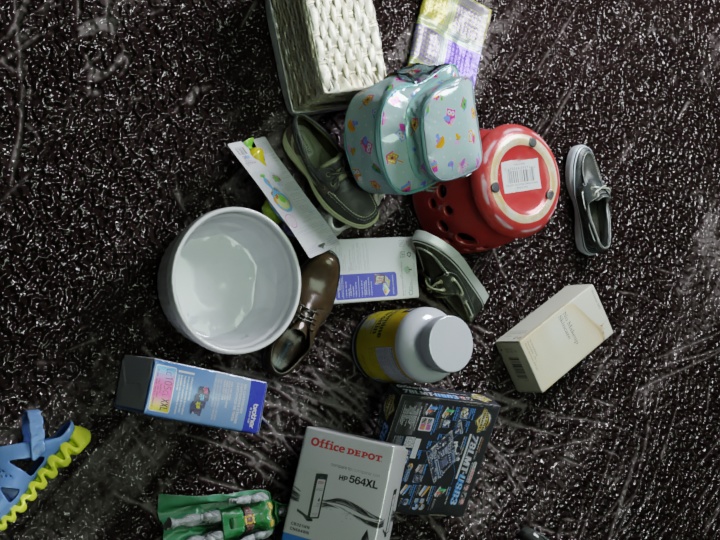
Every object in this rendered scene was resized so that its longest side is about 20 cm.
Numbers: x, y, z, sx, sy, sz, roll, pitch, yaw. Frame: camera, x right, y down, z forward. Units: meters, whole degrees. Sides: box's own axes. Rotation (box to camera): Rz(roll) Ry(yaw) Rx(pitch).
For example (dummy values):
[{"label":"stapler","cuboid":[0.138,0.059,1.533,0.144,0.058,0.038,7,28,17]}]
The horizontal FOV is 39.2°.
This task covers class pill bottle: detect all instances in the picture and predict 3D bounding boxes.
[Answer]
[{"label":"pill bottle","cuboid":[0.080,0.114,1.531,0.111,0.199,0.114,4,83,-31]}]

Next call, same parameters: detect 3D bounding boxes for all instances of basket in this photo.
[{"label":"basket","cuboid":[-0.049,-0.349,1.532,0.134,0.123,0.203,-13,94,-30]}]

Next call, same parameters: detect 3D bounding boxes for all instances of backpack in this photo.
[{"label":"backpack","cuboid":[0.077,-0.201,1.482,0.198,0.152,0.178,-25,117,-32]}]

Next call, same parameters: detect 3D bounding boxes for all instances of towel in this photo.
[{"label":"towel","cuboid":[0.150,-0.382,1.716,0.142,0.023,0.203,23,75,-29]}]

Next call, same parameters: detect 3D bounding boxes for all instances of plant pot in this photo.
[{"label":"plant pot","cuboid":[0.210,-0.132,1.644,0.198,0.182,0.204,1,88,-31]}]

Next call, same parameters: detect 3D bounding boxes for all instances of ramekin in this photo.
[{"label":"ramekin","cuboid":[-0.192,0.016,1.428,0.197,0.105,0.204,2,86,-31]}]

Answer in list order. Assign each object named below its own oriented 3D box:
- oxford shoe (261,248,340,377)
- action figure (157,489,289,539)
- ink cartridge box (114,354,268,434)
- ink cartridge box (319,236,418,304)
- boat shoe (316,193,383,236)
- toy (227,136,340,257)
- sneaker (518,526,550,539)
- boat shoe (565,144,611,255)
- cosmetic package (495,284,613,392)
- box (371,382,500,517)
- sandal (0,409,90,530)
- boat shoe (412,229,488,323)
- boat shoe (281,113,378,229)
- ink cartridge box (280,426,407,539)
[{"label":"oxford shoe","cuboid":[-0.078,0.066,1.475,0.072,0.084,0.203,23,90,-12]},{"label":"action figure","cuboid":[-0.184,0.359,1.441,0.198,0.054,0.120,-6,87,-36]},{"label":"ink cartridge box","cuboid":[-0.218,0.172,1.382,0.198,0.136,0.078,14,81,-29]},{"label":"ink cartridge box","cuboid":[0.000,0.000,1.587,0.197,0.039,0.101,-2,88,-33]},{"label":"boat shoe","cuboid":[0.008,-0.122,1.581,0.071,0.069,0.200,49,64,-19]},{"label":"toy","cuboid":[-0.120,-0.101,1.483,0.201,0.047,0.115,57,25,3]},{"label":"sneaker","cuboid":[0.312,0.534,1.722,0.090,0.076,0.202,-29,99,-22]},{"label":"boat shoe","cuboid":[0.425,-0.131,1.838,0.071,0.071,0.204,-9,91,-31]},{"label":"cosmetic package","cuboid":[0.340,0.117,1.767,0.199,0.073,0.105,-34,104,-28]},{"label":"box","cuboid":[0.105,0.285,1.586,0.196,0.050,0.203,10,104,-32]},{"label":"sandal","cuboid":[-0.439,0.255,1.281,0.087,0.079,0.201,49,56,-15]},{"label":"boat shoe","cuboid":[0.140,0.013,1.639,0.200,0.070,0.064,46,69,-35]},{"label":"boat shoe","cuboid":[-0.045,-0.150,1.512,0.071,0.066,0.201,-35,77,-20]},{"label":"ink cartridge box","cuboid":[-0.026,0.340,1.472,0.084,0.144,0.203,35,65,-69]}]
